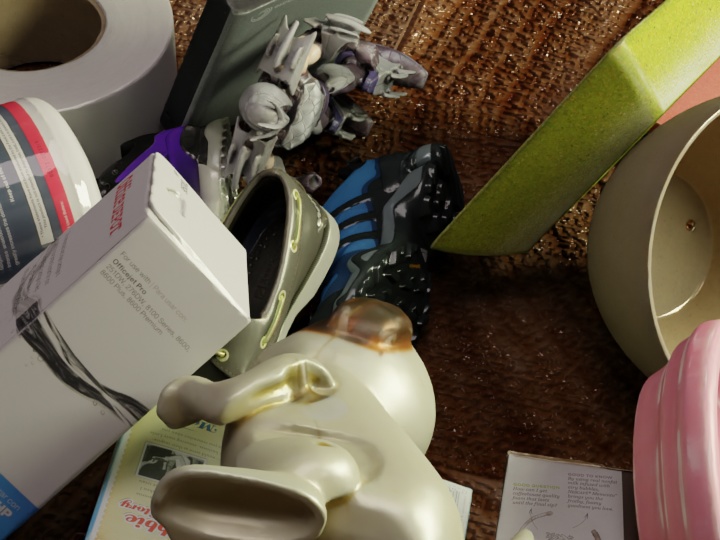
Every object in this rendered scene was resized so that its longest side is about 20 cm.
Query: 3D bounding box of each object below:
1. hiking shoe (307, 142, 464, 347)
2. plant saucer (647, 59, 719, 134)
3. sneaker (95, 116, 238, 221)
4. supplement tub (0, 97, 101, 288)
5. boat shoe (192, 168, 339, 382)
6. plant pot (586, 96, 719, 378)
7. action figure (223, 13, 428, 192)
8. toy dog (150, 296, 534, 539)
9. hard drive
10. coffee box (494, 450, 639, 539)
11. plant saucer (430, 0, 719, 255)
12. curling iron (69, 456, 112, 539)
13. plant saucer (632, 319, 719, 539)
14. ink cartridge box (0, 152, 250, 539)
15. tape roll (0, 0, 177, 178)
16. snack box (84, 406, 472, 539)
[{"bbox_3d":[0.000,0.000,1.270,0.086,0.075,0.200,-3,37,29],"label":"hiking shoe"},{"bbox_3d":[0.296,-0.123,1.416,0.199,0.037,0.200,30,51,27],"label":"plant saucer"},{"bbox_3d":[-0.135,-0.022,1.285,0.099,0.070,0.201,-2,37,5],"label":"sneaker"},{"bbox_3d":[-0.262,-0.014,1.215,0.199,0.141,0.141,-19,46,-20],"label":"supplement tub"},{"bbox_3d":[-0.077,0.034,1.183,0.072,0.060,0.203,8,63,33],"label":"boat shoe"},{"bbox_3d":[0.212,-0.011,1.206,0.200,0.201,0.134,-25,16,-25],"label":"plant pot"},{"bbox_3d":[-0.027,-0.110,1.308,0.069,0.130,0.200,37,21,9],"label":"action figure"},{"bbox_3d":[-0.014,0.095,1.011,0.193,0.140,0.200,-9,29,8],"label":"toy dog"},{"bbox_3d":[-0.052,-0.159,1.320,0.139,0.200,0.033,-28,79,-23],"label":"hard drive"},{"bbox_3d":[0.097,0.204,1.005,0.079,0.115,0.201,7,44,6],"label":"coffee box"},{"bbox_3d":[0.155,-0.094,1.269,0.048,0.200,0.200,44,38,4],"label":"plant saucer"},{"bbox_3d":[-0.147,0.142,1.103,0.025,0.050,0.200,9,37,5],"label":"curling iron"},{"bbox_3d":[0.184,0.127,1.040,0.051,0.201,0.201,-10,39,21],"label":"plant saucer"},{"bbox_3d":[-0.158,0.042,1.092,0.200,0.084,0.145,-41,15,7],"label":"ink cartridge box"},{"bbox_3d":[-0.227,-0.144,1.407,0.201,0.071,0.203,0,42,0],"label":"tape roll"},{"bbox_3d":[-0.043,0.142,1.090,0.199,0.037,0.117,19,44,-4],"label":"snack box"}]
